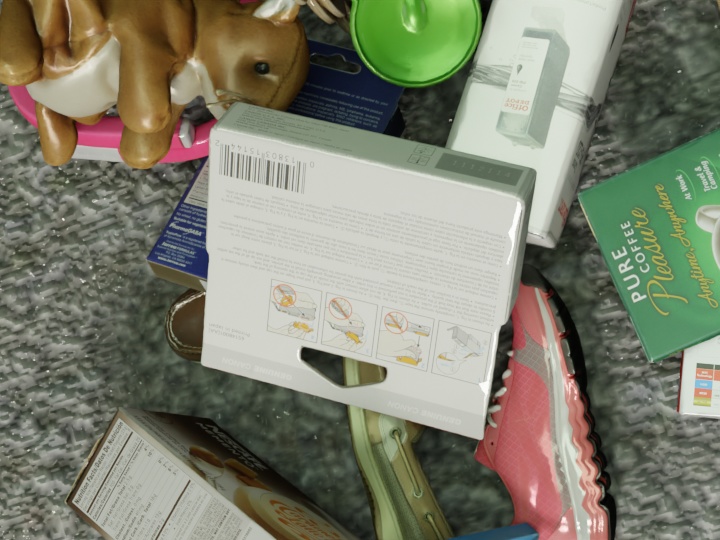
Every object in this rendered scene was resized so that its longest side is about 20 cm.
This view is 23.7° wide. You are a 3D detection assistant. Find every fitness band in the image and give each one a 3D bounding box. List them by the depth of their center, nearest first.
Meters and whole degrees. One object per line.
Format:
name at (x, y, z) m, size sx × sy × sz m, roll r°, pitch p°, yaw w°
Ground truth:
fitness band at (-0.154, -0.147, 1.215) m, size 0.198 × 0.037 × 0.145 m, roll 4°, pitch 63°, yaw 14°

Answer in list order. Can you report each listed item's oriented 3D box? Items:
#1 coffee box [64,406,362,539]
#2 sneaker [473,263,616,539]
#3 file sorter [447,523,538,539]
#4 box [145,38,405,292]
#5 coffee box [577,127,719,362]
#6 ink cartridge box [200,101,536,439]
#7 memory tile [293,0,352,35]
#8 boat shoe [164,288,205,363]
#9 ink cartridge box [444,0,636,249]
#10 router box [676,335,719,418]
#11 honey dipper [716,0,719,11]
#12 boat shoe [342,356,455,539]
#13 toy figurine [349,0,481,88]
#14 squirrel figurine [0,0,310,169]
coffee box at (-0.083, 0.179, 1.142) m, size 0.200 × 0.114 × 0.080 m, roll 35°, pitch 98°, yaw 31°
sneaker at (0.113, 0.097, 1.157) m, size 0.086 × 0.074 × 0.202 m, roll -13°, pitch 84°, yaw 12°
file sorter at (0.054, 0.260, 1.057) m, size 0.123 × 0.199 × 0.140 m, roll 36°, pitch 119°, yaw 41°
box at (-0.050, -0.068, 1.185) m, size 0.120 × 0.032 × 0.201 m, roll 17°, pitch 67°, yaw 24°
coffee box at (0.252, -0.034, 1.100) m, size 0.199 × 0.044 × 0.124 m, roll -26°, pitch 81°, yaw 9°
ink cartridge box at (0.000, 0.000, 1.080) m, size 0.199 × 0.045 × 0.177 m, roll 14°, pitch 122°, yaw 12°
memory tile at (-0.041, -0.221, 1.135) m, size 0.017 × 0.200 × 0.154 m, roll -31°, pitch 74°, yaw 15°
boat shoe at (-0.048, 0.017, 1.192) m, size 0.201 × 0.075 × 0.075 m, roll -17°, pitch 84°, yaw 10°
ink cartridge box at (0.118, -0.121, 1.131) m, size 0.084 × 0.146 × 0.201 m, roll 20°, pitch 91°, yaw 10°
router box at (0.317, 0.016, 1.132) m, size 0.198 × 0.049 × 0.181 m, roll 5°, pitch 88°, yaw 12°
honey dipper at (0.248, -0.184, 1.164) m, size 0.038 × 0.038 × 0.201 m, roll -16°, pitch 85°, yaw 10°
boat shoe at (0.032, 0.135, 1.174) m, size 0.063 × 0.073 × 0.202 m, roll -13°, pitch 87°, yaw 4°
toy figurine at (0.023, -0.237, 1.127) m, size 0.149 × 0.184 × 0.201 m, roll -10°, pitch 108°, yaw 1°
squirrel figurine at (-0.124, -0.169, 1.127) m, size 0.185 × 0.142 × 0.201 m, roll -1°, pitch 62°, yaw 5°
